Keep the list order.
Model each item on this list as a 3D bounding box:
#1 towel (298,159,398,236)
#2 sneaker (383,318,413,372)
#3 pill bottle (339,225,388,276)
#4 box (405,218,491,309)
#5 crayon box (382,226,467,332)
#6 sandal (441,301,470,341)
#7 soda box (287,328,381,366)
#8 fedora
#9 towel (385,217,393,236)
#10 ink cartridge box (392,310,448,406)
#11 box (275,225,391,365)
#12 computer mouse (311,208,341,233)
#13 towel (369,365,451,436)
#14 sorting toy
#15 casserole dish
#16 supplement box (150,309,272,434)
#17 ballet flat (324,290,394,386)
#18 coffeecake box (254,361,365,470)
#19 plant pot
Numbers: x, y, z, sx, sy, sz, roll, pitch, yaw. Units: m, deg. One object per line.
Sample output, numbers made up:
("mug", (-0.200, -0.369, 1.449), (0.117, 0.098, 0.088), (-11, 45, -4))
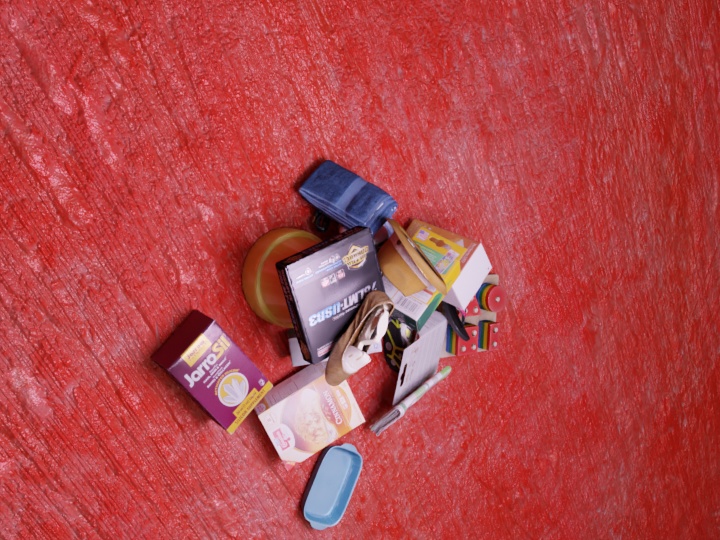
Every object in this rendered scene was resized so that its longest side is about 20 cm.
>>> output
("towel", (-0.027, -0.151, 1.484), (0.112, 0.198, 0.049), (-49, 153, -17))
("sneaker", (0.102, 0.144, 1.703), (0.076, 0.075, 0.205), (-13, 111, -43))
("pill bottle", (0.000, 0.000, 1.539), (0.105, 0.106, 0.203), (-18, 131, -32))
("box", (0.178, -0.017, 1.641), (0.125, 0.198, 0.098), (-53, 139, -16))
("crayon box", (0.125, 0.016, 1.518), (0.201, 0.124, 0.052), (-51, 151, -21))
("sandal", (0.222, 0.072, 1.730), (0.075, 0.044, 0.203), (14, 52, -67))
("soda box", (-0.056, 0.149, 1.540), (0.196, 0.068, 0.065), (-9, 104, -6))
("fedora", (0.088, -0.011, 1.417), (0.082, 0.201, 0.201), (-40, 123, 8))
("towel", (0.018, -0.045, 1.640), (0.200, 0.024, 0.146), (-45, 121, -22))
("ink cartridge box", (0.127, 0.203, 1.685), (0.198, 0.057, 0.166), (-22, 130, -46))
("box", (-0.046, 0.044, 1.362), (0.198, 0.049, 0.202), (-25, 111, -29))
("computer mouse", (-0.010, -0.100, 1.574), (0.198, 0.044, 0.111), (30, 73, -25))
("towel", (0.121, 0.306, 1.686), (0.199, 0.149, 0.031), (-30, 78, -40))
("sorting toy", (0.290, 0.117, 1.835), (0.197, 0.069, 0.204), (-4, 100, -35))
("casserole dish", (-0.070, 0.491, 1.655), (0.120, 0.039, 0.203), (28, 80, -35))
("supplement box", (-0.287, 0.198, 1.408), (0.131, 0.102, 0.201), (-48, 121, -19))
("ballet flat", (0.005, 0.131, 1.341), (0.068, 0.072, 0.202), (42, 74, -37))
("coffeecake box", (-0.112, 0.302, 1.544), (0.198, 0.073, 0.156), (-30, 115, -12))
("plant pot", (-0.114, 0.025, 1.454), (0.198, 0.188, 0.205), (-7, 102, -34))
